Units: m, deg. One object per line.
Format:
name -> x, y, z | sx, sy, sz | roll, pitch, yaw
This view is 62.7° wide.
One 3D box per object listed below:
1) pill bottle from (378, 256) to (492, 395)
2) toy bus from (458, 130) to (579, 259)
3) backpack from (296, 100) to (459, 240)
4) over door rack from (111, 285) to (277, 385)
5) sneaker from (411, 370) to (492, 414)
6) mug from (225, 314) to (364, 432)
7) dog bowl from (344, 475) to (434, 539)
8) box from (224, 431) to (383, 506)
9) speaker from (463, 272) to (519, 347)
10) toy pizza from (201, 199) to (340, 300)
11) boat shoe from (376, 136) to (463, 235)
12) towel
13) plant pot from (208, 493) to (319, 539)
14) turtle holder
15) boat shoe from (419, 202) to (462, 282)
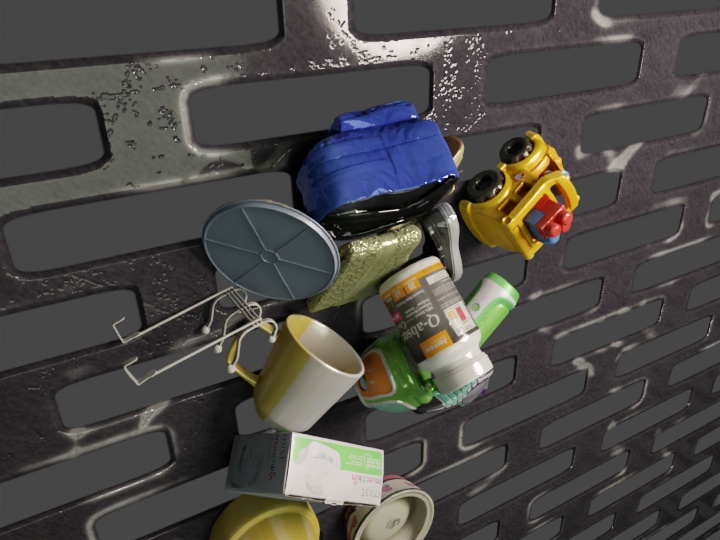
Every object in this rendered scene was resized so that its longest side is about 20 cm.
pill bottle -> 0.122, 0.089, 0.951 | 0.116, 0.116, 0.201 | -25, 79, -19
toy bus -> 0.301, -0.122, 1.015 | 0.200, 0.192, 0.136 | -48, 126, -5
backpack -> 0.006, -0.136, 0.844 | 0.198, 0.169, 0.163 | -21, 165, -16
over door rack -> -0.230, 0.093, 0.819 | 0.198, 0.147, 0.067 | -17, 114, -24
sneaker -> 0.189, 0.258, 1.197 | 0.198, 0.074, 0.088 | -21, 126, -22
mug -> -0.109, 0.165, 0.955 | 0.154, 0.186, 0.149 | -55, 160, 13
dog bowl -> 0.054, 0.518, 1.234 | 0.198, 0.074, 0.202 | -13, 117, -26
box -> -0.092, 0.335, 0.984 | 0.199, 0.176, 0.098 | 24, 61, -36
speaker -> 0.213, 0.102, 1.131 | 0.200, 0.088, 0.088 | -50, 127, -2
toy pizza -> -0.125, -0.030, 0.835 | 0.198, 0.032, 0.201 | 7, 140, 6
boat shoe -> 0.100, -0.130, 0.969 | 0.200, 0.073, 0.063 | -48, 134, 10
towel -> 0.000, 0.000, 0.922 | 0.147, 0.037, 0.200 | -16, 158, -32
plant pot -> -0.146, 0.517, 1.040 | 0.199, 0.189, 0.203 | -13, 117, -26
turtle holder -> 0.063, 0.182, 1.059 | 0.131, 0.185, 0.142 | -28, 92, 12
boat shoe -> 0.133, -0.038, 1.007 | 0.056, 0.069, 0.201 | -27, 146, -7
